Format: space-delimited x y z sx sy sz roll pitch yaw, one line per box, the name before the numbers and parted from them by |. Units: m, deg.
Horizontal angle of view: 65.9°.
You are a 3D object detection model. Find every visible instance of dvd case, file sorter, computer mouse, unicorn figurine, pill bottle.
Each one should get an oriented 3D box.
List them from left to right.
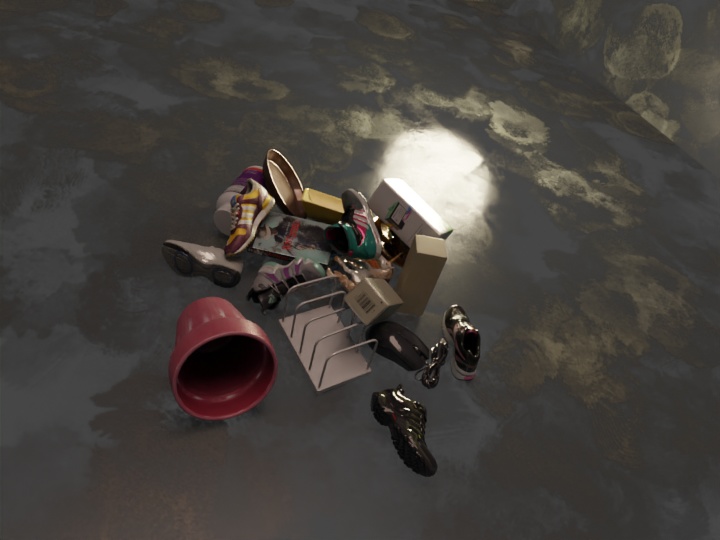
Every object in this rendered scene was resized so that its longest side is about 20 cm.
pill bottle | -0.300 -0.178 1.443 0.111 0.114 0.201 22 43 4
dvd case | -0.165 -0.078 1.361 0.196 0.022 0.147 12 44 -1
file sorter | -0.070 0.132 1.200 0.137 0.126 0.201 -15 52 -30
unicorn figurine | 0.000 0.000 1.348 0.136 0.074 0.201 31 45 2
computer mouse | 0.106 0.170 1.273 0.197 0.053 0.139 26 44 8

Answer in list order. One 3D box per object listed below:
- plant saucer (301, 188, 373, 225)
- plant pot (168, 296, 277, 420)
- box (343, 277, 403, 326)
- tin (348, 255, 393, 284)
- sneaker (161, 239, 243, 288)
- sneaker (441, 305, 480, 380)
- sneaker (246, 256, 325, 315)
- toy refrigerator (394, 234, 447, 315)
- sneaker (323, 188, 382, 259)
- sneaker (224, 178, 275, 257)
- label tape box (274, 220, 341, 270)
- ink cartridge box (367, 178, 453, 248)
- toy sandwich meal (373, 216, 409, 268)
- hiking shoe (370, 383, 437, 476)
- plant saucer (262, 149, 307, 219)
plant saucer | -0.066 -0.156 1.495 0.197 0.049 0.200 17 16 -7
plant pot | -0.278 0.152 1.073 0.197 0.203 0.179 -8 33 -25
box | 0.033 0.067 1.230 0.082 0.068 0.200 49 9 11
tin | 0.024 -0.031 1.461 0.110 0.042 0.202 2 45 -11
sneaker | -0.369 -0.024 1.307 0.197 0.075 0.088 22 31 -6
sneaker | 0.251 0.155 1.312 0.079 0.087 0.202 7 44 -14
sneaker | -0.177 0.044 1.248 0.198 0.078 0.141 -9 38 39
toy refrigerator | 0.140 0.013 1.335 0.074 0.202 0.071 9 42 -8
sneaker | -0.036 -0.110 1.324 0.119 0.084 0.202 -4 57 -33
sneaker | -0.285 -0.126 1.317 0.090 0.074 0.202 45 52 -29
label tape box | -0.157 -0.075 1.422 0.141 0.067 0.201 -15 54 -31
ink cartridge box | 0.127 -0.135 1.410 0.200 0.084 0.144 45 22 10
toy sandwich meal | 0.110 -0.083 1.479 0.203 0.070 0.207 28 35 -21
hiking shoe | 0.106 0.311 1.113 0.099 0.076 0.201 -18 53 -28
plant saucer | -0.203 -0.220 1.467 0.034 0.201 0.202 -23 44 14
